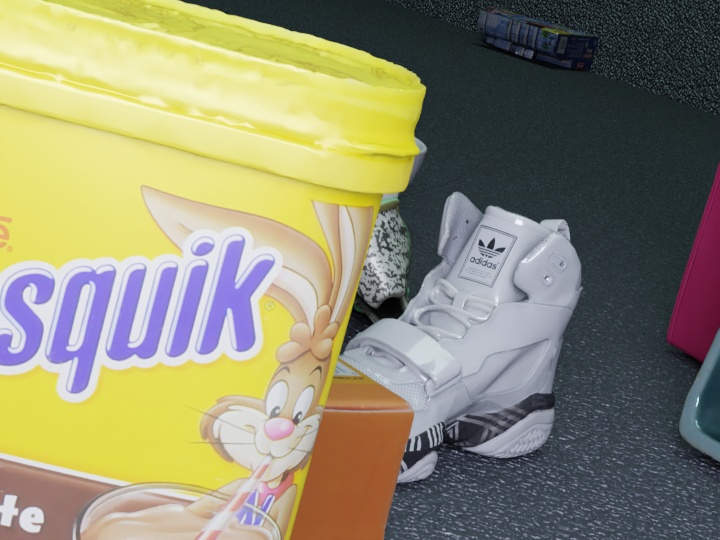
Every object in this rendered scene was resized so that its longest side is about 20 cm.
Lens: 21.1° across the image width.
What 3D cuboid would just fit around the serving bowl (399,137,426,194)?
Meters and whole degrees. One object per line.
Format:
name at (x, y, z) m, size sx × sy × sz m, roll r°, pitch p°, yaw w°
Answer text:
serving bowl at (-0.055, -0.085, 1.403) m, size 0.198 × 0.066 × 0.200 m, roll 15°, pitch 12°, yaw -3°

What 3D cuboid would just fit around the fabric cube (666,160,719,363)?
fabric cube at (0.345, 0.001, 1.206) m, size 0.198 × 0.198 × 0.199 m, roll 10°, pitch 13°, yaw -27°

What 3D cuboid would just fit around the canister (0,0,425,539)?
canister at (-0.078, 0.028, 0.518) m, size 0.147 × 0.202 × 0.087 m, roll 13°, pitch 12°, yaw -9°

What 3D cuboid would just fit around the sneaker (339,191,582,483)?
sneaker at (0.033, 0.027, 0.879) m, size 0.075 × 0.116 × 0.199 m, roll 23°, pitch 14°, yaw 35°

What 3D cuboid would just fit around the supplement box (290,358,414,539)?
supplement box at (-0.063, 0.048, 0.781) m, size 0.068 × 0.067 × 0.200 m, roll 4°, pitch 16°, yaw -34°

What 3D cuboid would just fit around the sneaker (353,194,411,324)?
sneaker at (0.000, 0.000, 1.117) m, size 0.076 × 0.089 × 0.200 m, roll -22°, pitch -8°, yaw 1°

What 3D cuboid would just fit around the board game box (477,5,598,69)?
board game box at (0.279, -0.401, 3.309) m, size 0.198 × 0.062 × 0.199 m, roll 20°, pitch 13°, yaw 25°

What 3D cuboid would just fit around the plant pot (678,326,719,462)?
plant pot at (0.324, 0.054, 0.986) m, size 0.199 × 0.197 × 0.196 m, roll 20°, pitch 7°, yaw -34°
